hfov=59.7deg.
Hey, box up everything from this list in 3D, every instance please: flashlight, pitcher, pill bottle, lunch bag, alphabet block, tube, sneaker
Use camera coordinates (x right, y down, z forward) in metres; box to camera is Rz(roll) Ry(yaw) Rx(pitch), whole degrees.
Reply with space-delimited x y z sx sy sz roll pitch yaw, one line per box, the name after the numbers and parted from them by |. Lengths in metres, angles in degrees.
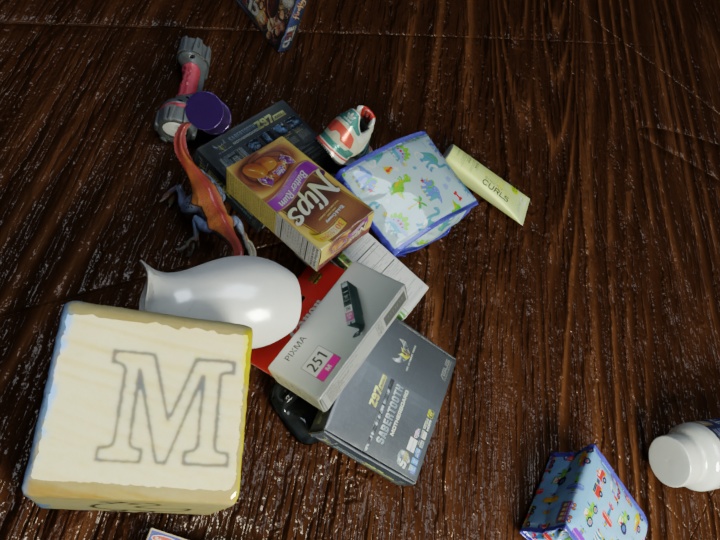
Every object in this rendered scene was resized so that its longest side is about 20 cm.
-0.291 -0.302 1.034 0.068 0.068 0.201 9 61 -16 | flashlight
-0.193 0.053 0.820 0.199 0.172 0.122 1 61 -29 | pitcher
0.591 0.310 1.061 0.199 0.111 0.111 0 63 -25 | pill bottle
0.070 -0.121 1.060 0.200 0.127 0.170 -28 76 -43 | lunch bag
-0.244 0.165 0.710 0.199 0.195 0.197 10 65 -18 | alphabet block
0.244 -0.169 1.215 0.200 0.052 0.058 34 95 -10 | tube
-0.001 -0.226 1.058 0.070 0.093 0.200 47 17 9 | sneaker
0.358 0.389 0.935 0.200 0.094 0.151 46 51 -6 | lunch bag

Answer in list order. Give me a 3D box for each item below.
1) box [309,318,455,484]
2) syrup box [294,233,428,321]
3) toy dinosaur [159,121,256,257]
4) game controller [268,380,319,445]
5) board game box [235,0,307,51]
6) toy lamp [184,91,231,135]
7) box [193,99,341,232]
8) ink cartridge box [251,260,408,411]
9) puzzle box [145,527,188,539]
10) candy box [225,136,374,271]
0.037 0.175 0.887 0.157 0.051 0.200 35 59 -16 | box
0.000 0.000 0.988 0.200 0.079 0.081 42 55 2 | syrup box
-0.224 -0.077 0.895 0.105 0.200 0.181 -30 45 -19 | toy dinosaur
-0.036 0.162 0.913 0.200 0.042 0.105 -33 94 -34 | game controller
-0.183 -0.530 1.169 0.035 0.136 0.200 -32 78 -34 | board game box
-0.223 -0.232 0.937 0.058 0.200 0.058 -2 102 -10 | toy lamp
-0.149 -0.177 1.037 0.158 0.051 0.200 45 55 4 | box
-0.058 0.069 0.869 0.173 0.044 0.200 25 64 29 | ink cartridge box
-0.174 0.395 0.720 0.199 0.025 0.133 23 55 -11 | puzzle box
-0.092 -0.104 0.934 0.200 0.057 0.117 41 56 15 | candy box
